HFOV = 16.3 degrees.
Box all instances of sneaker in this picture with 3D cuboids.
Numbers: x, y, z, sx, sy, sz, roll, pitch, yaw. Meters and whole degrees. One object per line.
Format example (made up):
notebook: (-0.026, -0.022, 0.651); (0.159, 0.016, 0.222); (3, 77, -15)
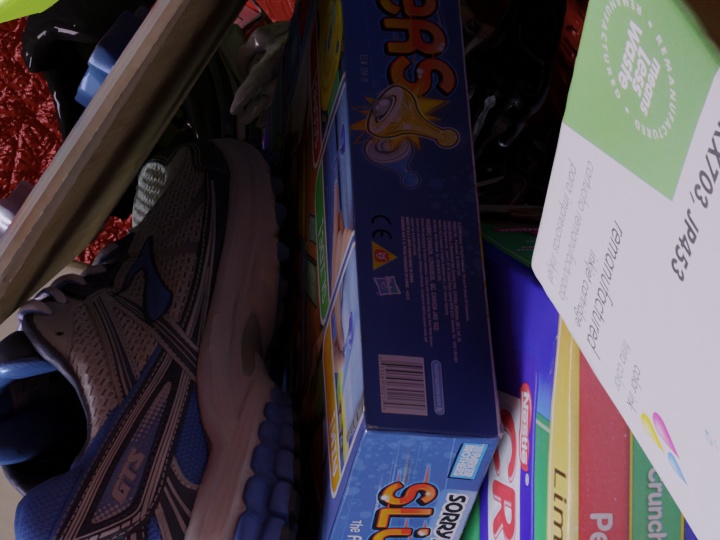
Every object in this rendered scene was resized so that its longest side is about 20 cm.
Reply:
sneaker: (-0.059, -0.035, 0.909); (0.200, 0.074, 0.088); (58, -148, -19)
sneaker: (-0.063, 0.023, 0.690); (0.200, 0.085, 0.077); (-98, 14, -57)

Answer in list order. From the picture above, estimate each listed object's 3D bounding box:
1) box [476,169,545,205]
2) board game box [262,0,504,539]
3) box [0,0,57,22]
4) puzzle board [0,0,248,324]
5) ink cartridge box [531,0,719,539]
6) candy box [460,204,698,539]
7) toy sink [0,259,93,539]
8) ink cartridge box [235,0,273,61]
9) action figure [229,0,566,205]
box: (0.048, -0.018, 1.080); (0.161, 0.043, 0.200); (62, 175, 10)
board game box: (0.000, 0.000, 0.690); (0.136, 0.034, 0.201); (107, 164, -51)
box: (-0.063, -0.174, 0.743); (0.122, 0.200, 0.048); (60, -154, 0)
puzzle board: (-0.057, -0.060, 0.703); (0.017, 0.151, 0.200); (33, -171, -2)
ink cartridge box: (0.110, 0.033, 0.441); (0.200, 0.067, 0.117); (60, 160, 29)
candy box: (0.062, 0.077, 0.653); (0.200, 0.077, 0.170); (-146, 56, -76)
toy sink: (-0.069, 0.055, 0.849); (0.199, 0.113, 0.130); (17, 179, 25)
ink cartridge box: (-0.044, -0.067, 1.008); (0.200, 0.050, 0.109); (51, 178, -15)
action figure: (0.015, -0.056, 0.872); (0.119, 0.102, 0.200); (44, 170, 7)
